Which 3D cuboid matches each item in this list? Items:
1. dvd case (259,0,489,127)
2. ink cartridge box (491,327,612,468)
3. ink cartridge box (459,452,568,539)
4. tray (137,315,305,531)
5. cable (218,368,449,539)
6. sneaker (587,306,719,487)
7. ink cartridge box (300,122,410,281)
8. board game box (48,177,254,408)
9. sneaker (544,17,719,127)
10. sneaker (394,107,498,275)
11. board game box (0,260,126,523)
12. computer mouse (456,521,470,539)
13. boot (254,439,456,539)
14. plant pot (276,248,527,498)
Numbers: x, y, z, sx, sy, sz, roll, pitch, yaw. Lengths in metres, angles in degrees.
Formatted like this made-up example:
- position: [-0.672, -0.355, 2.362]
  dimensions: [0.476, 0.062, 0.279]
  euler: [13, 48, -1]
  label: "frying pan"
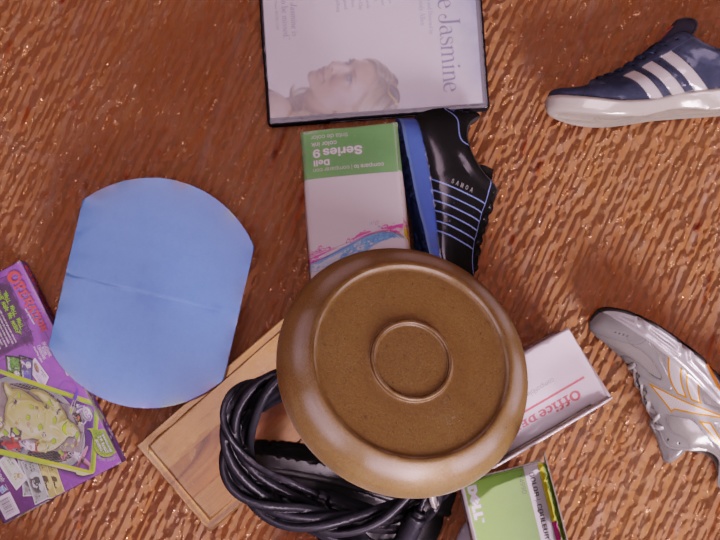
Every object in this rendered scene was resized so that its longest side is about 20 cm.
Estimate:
- position: [0.011, -0.205, 1.488]
  dimensions: [0.199, 0.018, 0.143]
  euler: [-4, 86, 2]
  label: "dvd case"
- position: [0.135, 0.103, 1.373]
  dimensions: [0.116, 0.200, 0.068]
  euler: [-31, 86, 0]
  label: "ink cartridge box"
- position: [0.128, 0.228, 1.323]
  dimensions: [0.075, 0.200, 0.149]
  euler: [-13, 77, 2]
  label: "ink cartridge box"
- position: [-0.087, 0.124, 1.464]
  dimensions: [0.200, 0.037, 0.099]
  euler: [-41, 86, 0]
  label: "tray"
- position: [-0.017, 0.142, 1.309]
  dimensions: [0.200, 0.051, 0.163]
  euler: [31, 120, -14]
  label: "cable"
- position: [0.267, 0.111, 1.433]
  dimensions: [0.200, 0.076, 0.092]
  euler: [37, 93, 5]
  label: "sneaker"
- position: [0.000, 0.000, 1.386]
  dimensions: [0.087, 0.145, 0.201]
  euler: [-6, 70, -1]
  label: "ink cartridge box"
- position: [-0.180, 0.021, 1.472]
  dimensions: [0.157, 0.039, 0.201]
  euler: [12, 87, 3]
  label: "board game box"
- position: [0.255, -0.173, 1.451]
  dimensions: [0.199, 0.075, 0.085]
  euler: [-5, 88, -8]
  label: "sneaker"
- position: [0.084, -0.042, 1.450]
  dimensions: [0.078, 0.070, 0.201]
  euler: [-11, 91, -10]
  label: "sneaker"
- position: [-0.305, 0.107, 1.478]
  dimensions: [0.120, 0.032, 0.201]
  euler: [-27, 87, 5]
  label: "board game box"
- position: [0.162, 0.289, 1.439]
  dimensions: [0.200, 0.044, 0.110]
  euler: [43, 90, 4]
  label: "computer mouse"
- position: [-0.027, 0.239, 1.413]
  dimensions: [0.210, 0.079, 0.159]
  euler: [17, 90, -11]
  label: "boot"
- position: [0.036, 0.071, 1.265]
  dimensions: [0.199, 0.027, 0.201]
  euler: [6, 67, -14]
  label: "plant pot"
